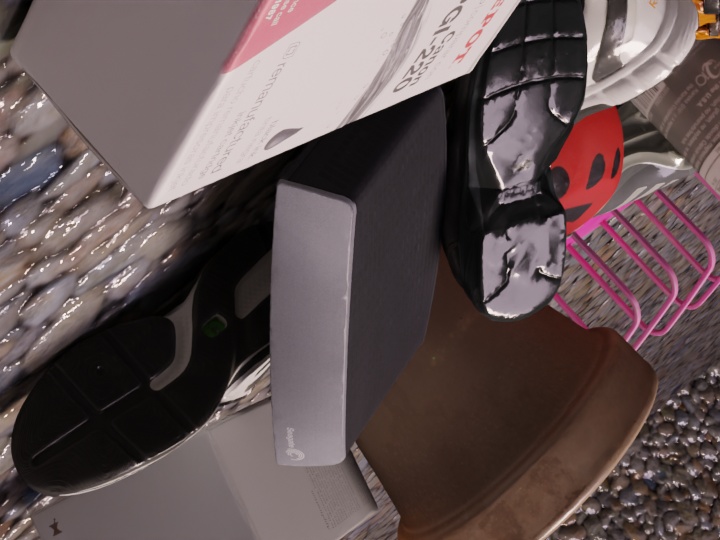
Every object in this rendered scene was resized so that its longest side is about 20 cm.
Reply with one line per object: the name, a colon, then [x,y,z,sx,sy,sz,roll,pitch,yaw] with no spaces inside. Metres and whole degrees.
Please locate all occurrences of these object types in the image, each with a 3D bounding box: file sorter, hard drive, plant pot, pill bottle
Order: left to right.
hard drive: [0.000,0.000,0.970,0.135,0.042,0.201,-53,156,-41]
plant pot: [0.060,0.073,1.202,0.200,0.175,0.200,-44,-172,8]
file sorter: [0.222,-0.018,1.528,0.199,0.126,0.139,-32,163,-33]
pill bottle: [0.272,-0.099,1.267,0.114,0.200,0.114,-39,166,-11]

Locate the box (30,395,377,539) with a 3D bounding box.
box: [-0.086,0.145,1.134,0.124,0.098,0.200,-27,177,17]

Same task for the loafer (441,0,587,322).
loafer: [0.069,-0.076,0.991,0.072,0.072,0.202,-8,117,-30]

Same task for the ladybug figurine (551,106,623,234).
ladybug figurine: [0.111,-0.061,1.208,0.136,0.072,0.200,-48,165,24]

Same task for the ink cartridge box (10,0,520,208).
ink cartridge box: [-0.008,-0.122,0.683,0.199,0.085,0.146,-30,162,-46]

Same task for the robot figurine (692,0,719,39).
robot figurine: [0.223,-0.173,1.115,0.143,0.059,0.200,0,180,11]

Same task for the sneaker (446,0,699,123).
sneaker: [0.087,-0.108,1.049,0.200,0.080,0.074,-37,-146,29]

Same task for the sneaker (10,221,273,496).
sneaker: [-0.100,0.067,1.014,0.200,0.076,0.116,-38,164,-25]

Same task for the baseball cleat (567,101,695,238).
baseball cleat: [0.175,-0.071,1.394,0.199,0.070,0.106,-18,161,-39]
